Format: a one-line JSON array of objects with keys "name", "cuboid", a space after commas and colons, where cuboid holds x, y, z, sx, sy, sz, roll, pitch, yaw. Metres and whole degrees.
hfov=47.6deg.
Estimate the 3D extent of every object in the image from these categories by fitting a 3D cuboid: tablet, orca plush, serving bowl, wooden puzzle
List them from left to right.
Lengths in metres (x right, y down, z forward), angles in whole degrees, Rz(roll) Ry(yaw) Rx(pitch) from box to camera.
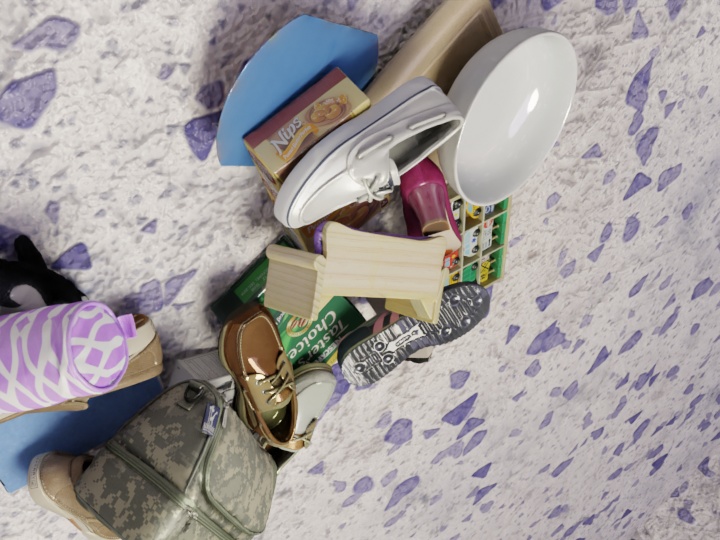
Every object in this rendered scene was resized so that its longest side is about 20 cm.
[{"name": "orca plush", "cuboid": [-0.316, 0.004, 0.721, 0.104, 0.072, 0.199, -15, 156, 41]}, {"name": "tablet", "cuboid": [-0.309, 0.153, 0.878, 0.199, 0.014, 0.131, -28, 138, -22]}, {"name": "wooden puzzle", "cuboid": [0.092, -0.195, 0.910, 0.185, 0.037, 0.200, -48, 145, 3]}, {"name": "serving bowl", "cuboid": [0.150, -0.174, 0.894, 0.199, 0.066, 0.202, -32, 142, -29]}]

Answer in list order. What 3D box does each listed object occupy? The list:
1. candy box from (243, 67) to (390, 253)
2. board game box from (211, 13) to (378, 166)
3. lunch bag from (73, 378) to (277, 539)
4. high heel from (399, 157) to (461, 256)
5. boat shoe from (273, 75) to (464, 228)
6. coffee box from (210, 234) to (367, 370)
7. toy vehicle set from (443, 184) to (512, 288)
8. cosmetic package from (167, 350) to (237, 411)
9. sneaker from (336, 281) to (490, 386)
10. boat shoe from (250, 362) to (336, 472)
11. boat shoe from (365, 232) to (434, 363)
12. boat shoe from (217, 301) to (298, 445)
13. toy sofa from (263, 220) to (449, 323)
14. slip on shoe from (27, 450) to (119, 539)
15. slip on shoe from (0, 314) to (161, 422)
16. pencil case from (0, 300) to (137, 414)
[{"name": "candy box", "cuboid": [-0.037, -0.098, 0.833, 0.115, 0.055, 0.200, -40, 157, -10]}, {"name": "board game box", "cuboid": [-0.066, -0.175, 0.783, 0.199, 0.039, 0.159, -10, 138, -56]}, {"name": "lunch bag", "cuboid": [-0.180, 0.225, 0.869, 0.168, 0.138, 0.201, -54, 148, -21]}, {"name": "high heel", "cuboid": [0.079, -0.073, 0.963, 0.067, 0.097, 0.200, -14, 166, -2]}, {"name": "boat shoe", "cuboid": [0.010, -0.100, 0.752, 0.200, 0.065, 0.074, -41, 156, -7]}, {"name": "coffee box", "cuboid": [-0.076, 0.056, 0.978, 0.123, 0.044, 0.200, -43, 142, -3]}, {"name": "toy vehicle set", "cuboid": [0.148, -0.043, 1.109, 0.123, 0.027, 0.202, -27, 138, -22]}, {"name": "cosmetic package", "cuboid": [-0.200, 0.192, 0.970, 0.082, 0.051, 0.202, -10, 130, -49]}, {"name": "sneaker", "cuboid": [0.058, 0.061, 0.989, 0.198, 0.082, 0.071, -26, 113, -3]}, {"name": "boat shoe", "cuboid": [-0.086, 0.195, 1.028, 0.074, 0.069, 0.201, 11, 133, -30]}, {"name": "boat shoe", "cuboid": [0.056, 0.017, 1.058, 0.093, 0.074, 0.202, -59, 140, -45]}, {"name": "boat shoe", "cuboid": [-0.102, 0.120, 0.910, 0.075, 0.074, 0.202, -35, 142, -26]}, {"name": "toy sofa", "cuboid": [0.000, 0.000, 0.865, 0.198, 0.082, 0.099, 4, 96, -44]}, {"name": "slip on shoe", "cuboid": [-0.289, 0.250, 0.914, 0.060, 0.077, 0.201, -12, 144, 10]}, {"name": "slip on shoe", "cuboid": [-0.288, 0.112, 0.798, 0.199, 0.076, 0.061, -29, 116, -30]}, {"name": "pencil case", "cuboid": [-0.295, 0.077, 0.692, 0.085, 0.197, 0.085, -25, 106, -71]}]
